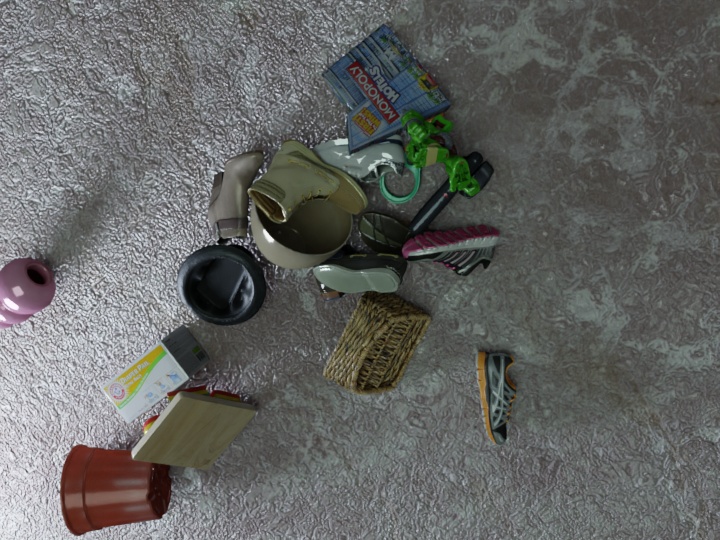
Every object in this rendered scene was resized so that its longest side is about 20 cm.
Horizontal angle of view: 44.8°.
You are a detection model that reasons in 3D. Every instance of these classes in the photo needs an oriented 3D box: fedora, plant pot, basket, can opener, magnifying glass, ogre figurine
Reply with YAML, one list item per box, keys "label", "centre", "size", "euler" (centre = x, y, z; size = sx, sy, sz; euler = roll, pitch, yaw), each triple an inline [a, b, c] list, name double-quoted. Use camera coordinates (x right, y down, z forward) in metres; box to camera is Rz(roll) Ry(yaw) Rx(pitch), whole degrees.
- label: "fedora"
  centre: [-0.276, 0.015, 1.797]
  size: [0.199, 0.092, 0.202]
  euler: [6, 123, 9]
- label: "plant pot"
  centre: [-0.131, -0.080, 1.704]
  size: [0.200, 0.201, 0.135]
  euler: [37, 140, 0]
- label: "basket"
  centre: [0.033, 0.155, 1.743]
  size: [0.148, 0.143, 0.201]
  euler: [30, 111, 4]
- label: "can opener"
  centre: [0.162, -0.143, 1.644]
  size: [0.200, 0.063, 0.079]
  euler: [-45, 87, 2]
- label: "magnifying glass"
  centre: [0.102, -0.219, 1.679]
  size: [0.079, 0.022, 0.201]
  euler: [31, 110, 4]
- label: "plant pot"
  centre: [-0.541, 0.488, 1.969]
  size: [0.193, 0.201, 0.203]
  euler: [-5, 105, 6]
- label: "ogre figurine"
  centre: [0.135, -0.216, 1.550]
  size: [0.199, 0.120, 0.098]
  euler: [16, 121, -30]

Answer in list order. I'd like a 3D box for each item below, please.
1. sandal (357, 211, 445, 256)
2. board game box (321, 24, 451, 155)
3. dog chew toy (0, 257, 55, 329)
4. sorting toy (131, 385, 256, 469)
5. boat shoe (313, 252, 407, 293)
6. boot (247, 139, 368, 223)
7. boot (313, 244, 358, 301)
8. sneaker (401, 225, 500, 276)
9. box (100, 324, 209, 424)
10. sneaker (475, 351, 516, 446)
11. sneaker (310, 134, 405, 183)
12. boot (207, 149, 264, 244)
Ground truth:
- label: "sandal"
  centre: [0.090, -0.070, 1.714]
  size: [0.198, 0.055, 0.082]
  euler: [9, 115, -4]
- label: "board game box"
  centre: [0.026, -0.317, 1.601]
  size: [0.199, 0.062, 0.200]
  euler: [-39, 90, -3]
- label: "dog chew toy"
  centre: [-0.761, 0.060, 1.925]
  size: [0.200, 0.125, 0.125]
  euler: [-38, 95, 28]
- label: "sorting toy"
  centre: [-0.363, 0.328, 1.880]
  size: [0.200, 0.198, 0.070]
  euler: [-49, 46, 21]
- label: "boat shoe"
  centre: [0.000, 0.000, 1.668]
  size: [0.200, 0.061, 0.072]
  euler: [4, 138, 37]
- label: "boot"
  centre: [-0.096, -0.136, 1.626]
  size: [0.199, 0.156, 0.073]
  euler: [37, 143, -6]
- label: "boot"
  centre: [-0.014, -0.010, 1.730]
  size: [0.199, 0.075, 0.097]
  euler: [-19, 103, 30]
- label: "sneaker"
  centre: [0.173, -0.027, 1.661]
  size: [0.198, 0.074, 0.088]
  euler: [-10, 117, -21]
- label: "box"
  centre: [-0.446, 0.226, 1.898]
  size: [0.199, 0.113, 0.102]
  euler: [-36, 94, 21]
- label: "sneaker"
  centre: [0.278, 0.257, 1.752]
  size: [0.077, 0.078, 0.202]
  euler: [-8, 106, 6]
- label: "sneaker"
  centre: [-0.012, -0.206, 1.668]
  size: [0.198, 0.076, 0.081]
  euler: [-7, 79, 20]
- label: "boot"
  centre: [-0.240, -0.137, 1.718]
  size: [0.200, 0.070, 0.148]
  euler: [-24, 69, 54]
